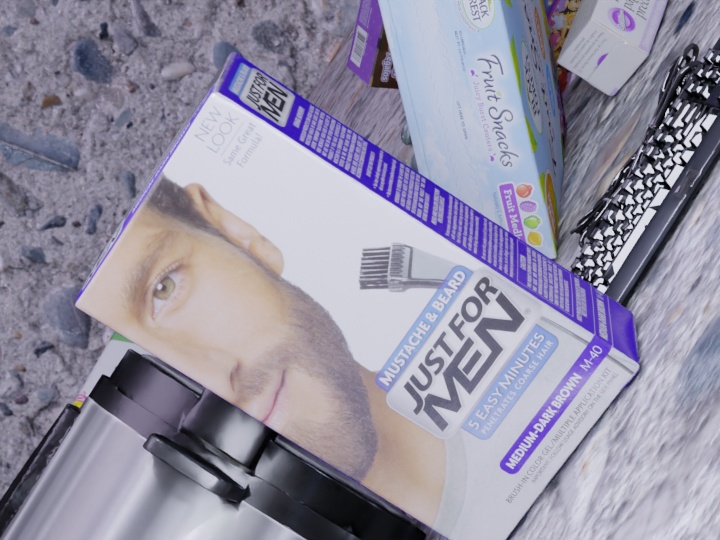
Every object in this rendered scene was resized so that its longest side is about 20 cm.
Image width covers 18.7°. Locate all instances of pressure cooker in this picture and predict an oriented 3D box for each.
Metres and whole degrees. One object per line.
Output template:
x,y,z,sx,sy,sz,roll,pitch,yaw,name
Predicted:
-0.068,0.129,0.991,0.200,0.178,0.176,-58,27,-3,pressure cooker

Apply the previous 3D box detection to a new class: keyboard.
0.130,-0.044,0.976,0.200,0.021,0.127,-57,7,2,keyboard

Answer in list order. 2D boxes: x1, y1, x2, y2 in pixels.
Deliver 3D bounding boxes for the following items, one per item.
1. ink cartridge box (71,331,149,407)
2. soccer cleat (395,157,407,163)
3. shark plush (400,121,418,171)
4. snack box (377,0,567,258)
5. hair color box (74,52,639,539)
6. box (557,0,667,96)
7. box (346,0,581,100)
-0.101,0.120,1.288,0.084,0.144,0.200,80,-152,-46,ink cartridge box
-0.006,-0.055,1.566,0.069,0.077,0.200,-66,-7,11,soccer cleat
0.061,-0.084,1.453,0.200,0.091,0.083,-53,38,4,shark plush
0.064,-0.114,1.168,0.067,0.169,0.200,-9,23,12,snack box
0.000,0.016,0.875,0.109,0.200,0.065,-55,7,19,hair color box
0.161,-0.179,1.260,0.041,0.039,0.200,-53,8,43,box
0.079,-0.203,1.289,0.039,0.136,0.201,-132,49,-55,box
